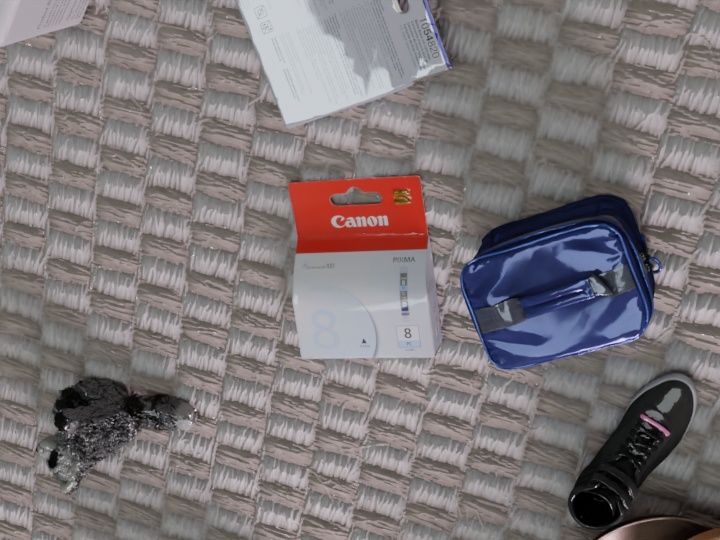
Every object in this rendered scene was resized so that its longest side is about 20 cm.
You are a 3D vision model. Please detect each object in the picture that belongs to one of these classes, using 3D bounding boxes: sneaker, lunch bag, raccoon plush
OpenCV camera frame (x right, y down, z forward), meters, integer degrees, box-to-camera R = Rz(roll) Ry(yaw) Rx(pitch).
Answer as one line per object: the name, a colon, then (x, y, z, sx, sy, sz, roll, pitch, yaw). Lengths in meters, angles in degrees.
sneaker: (0.292, 0.203, 1.308, 0.071, 0.099, 0.200, 36, 115, 5)
lunch bag: (0.210, 0.015, 1.247, 0.199, 0.132, 0.136, -19, 103, 24)
raccoon plush: (-0.307, 0.223, 1.520, 0.199, 0.097, 0.135, 12, 121, 13)

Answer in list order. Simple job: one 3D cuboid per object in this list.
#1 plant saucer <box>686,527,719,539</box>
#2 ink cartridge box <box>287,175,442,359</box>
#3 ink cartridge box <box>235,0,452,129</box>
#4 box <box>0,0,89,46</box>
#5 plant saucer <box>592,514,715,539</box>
plant saucer: (0.400, 0.355, 1.335, 0.199, 0.032, 0.201, -2, 119, -3)
ink cartridge box: (0.000, 0.000, 1.357, 0.159, 0.047, 0.201, -2, 111, 19)
ink cartridge box: (-0.023, -0.271, 1.269, 0.199, 0.041, 0.200, -16, 104, 22)
box: (-0.378, -0.376, 1.273, 0.199, 0.171, 0.200, 32, 116, 4)
plant saucer: (0.317, 0.341, 1.357, 0.199, 0.037, 0.201, -3, 119, -5)
